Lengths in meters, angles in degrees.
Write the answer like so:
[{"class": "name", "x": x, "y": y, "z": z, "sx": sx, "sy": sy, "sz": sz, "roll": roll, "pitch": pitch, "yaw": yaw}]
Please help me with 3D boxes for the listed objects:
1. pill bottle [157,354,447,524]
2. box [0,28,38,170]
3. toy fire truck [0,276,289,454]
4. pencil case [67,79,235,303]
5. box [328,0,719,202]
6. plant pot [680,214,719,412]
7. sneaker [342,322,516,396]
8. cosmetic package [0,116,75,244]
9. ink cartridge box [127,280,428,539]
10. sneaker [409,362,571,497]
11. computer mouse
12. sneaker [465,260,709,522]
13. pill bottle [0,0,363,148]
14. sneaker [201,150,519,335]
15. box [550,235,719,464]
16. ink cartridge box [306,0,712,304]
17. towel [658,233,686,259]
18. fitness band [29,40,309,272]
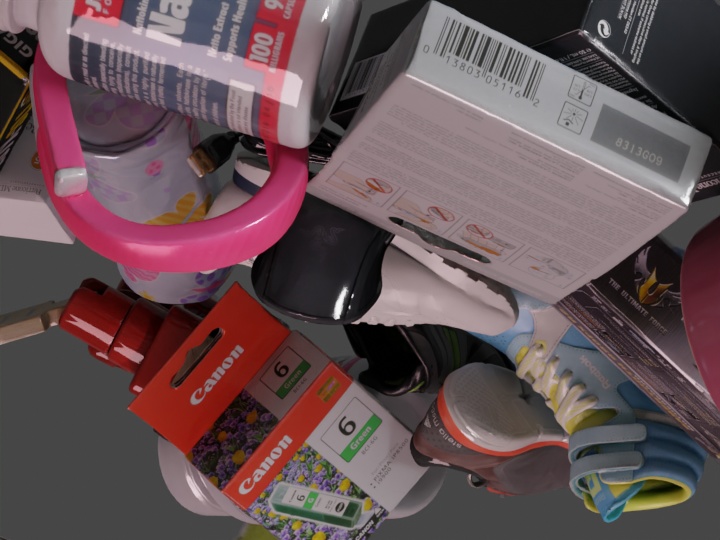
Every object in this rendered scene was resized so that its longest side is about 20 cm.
[{"class": "pill bottle", "x": -0.043, "y": 0.120, "z": 1.929, "sx": 0.199, "sy": 0.114, "sz": 0.113, "roll": -7, "pitch": 143, "yaw": 45}, {"class": "box", "x": -0.269, "y": -0.119, "z": 1.610, "sx": 0.159, "sy": 0.049, "sz": 0.200, "roll": 38, "pitch": 141, "yaw": 0}, {"class": "toy fire truck", "x": -0.165, "y": 0.047, "z": 1.818, "sx": 0.199, "sy": 0.129, "sz": 0.176, "roll": 29, "pitch": -178, "yaw": 0}, {"class": "pencil case", "x": -0.130, "y": -0.059, "z": 1.676, "sx": 0.091, "sy": 0.083, "sz": 0.200, "roll": 49, "pitch": 169, "yaw": 30}, {"class": "box", "x": 0.104, "y": -0.092, "z": 1.455, "sx": 0.141, "sy": 0.079, "sz": 0.199, "roll": 39, "pitch": 148, "yaw": -27}, {"class": "plant pot", "x": 0.265, "y": 0.007, "z": 1.353, "sx": 0.178, "sy": 0.201, "sz": 0.200, "roll": -24, "pitch": 132, "yaw": 35}, {"class": "sneaker", "x": 0.035, "y": 0.053, "z": 1.780, "sx": 0.070, "sy": 0.083, "sz": 0.200, "roll": -4, "pitch": 146, "yaw": 38}, {"class": "cosmetic package", "x": -0.261, "y": -0.072, "z": 1.747, "sx": 0.199, "sy": 0.083, "sz": 0.051, "roll": 6, "pitch": 152, "yaw": 25}, {"class": "ink cartridge box", "x": -0.046, "y": 0.103, "z": 1.740, "sx": 0.050, "sy": 0.109, "sz": 0.200, "roll": 38, "pitch": 176, "yaw": 45}, {"class": "sneaker", "x": 0.114, "y": 0.110, "z": 1.789, "sx": 0.199, "sy": 0.077, "sz": 0.082, "roll": 15, "pitch": 137, "yaw": -33}, {"class": "computer mouse", "x": -0.037, "y": -0.045, "z": 1.562, "sx": 0.140, "sy": 0.200, "sz": 0.046, "roll": 18, "pitch": 121, "yaw": 8}, {"class": "sneaker", "x": 0.132, "y": 0.079, "z": 1.708, "sx": 0.199, "sy": 0.131, "sz": 0.080, "roll": 20, "pitch": 155, "yaw": 2}, {"class": "pill bottle", "x": -0.105, "y": -0.147, "z": 1.447, "sx": 0.199, "sy": 0.120, "sz": 0.120, "roll": 17, "pitch": 154, "yaw": 6}, {"class": "sneaker", "x": 0.000, "y": 0.000, "z": 1.674, "sx": 0.199, "sy": 0.081, "sz": 0.076, "roll": 25, "pitch": -171, "yaw": -6}, {"class": "box", "x": 0.194, "y": 0.054, "z": 1.580, "sx": 0.200, "sy": 0.048, "sz": 0.158, "roll": 43, "pitch": 174, "yaw": -7}, {"class": "ink cartridge box", "x": 0.071, "y": -0.054, "z": 1.428, "sx": 0.159, "sy": 0.048, "sz": 0.200, "roll": 25, "pitch": 160, "yaw": -9}, {"class": "towel", "x": 0.233, "y": 0.041, "z": 1.585, "sx": 0.200, "sy": 0.024, "sz": 0.147, "roll": 37, "pitch": 172, "yaw": 41}, {"class": "fitness band", "x": -0.104, "y": -0.082, "z": 1.490, "sx": 0.143, "sy": 0.201, "sz": 0.038, "roll": -5, "pitch": 139, "yaw": -12}]
